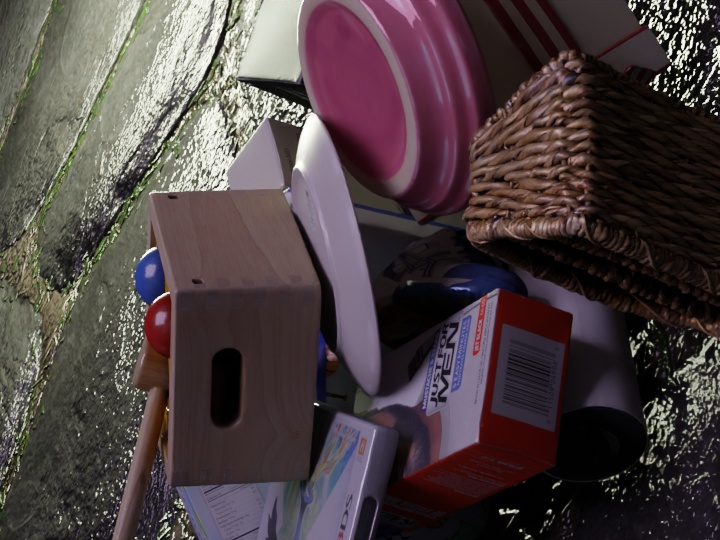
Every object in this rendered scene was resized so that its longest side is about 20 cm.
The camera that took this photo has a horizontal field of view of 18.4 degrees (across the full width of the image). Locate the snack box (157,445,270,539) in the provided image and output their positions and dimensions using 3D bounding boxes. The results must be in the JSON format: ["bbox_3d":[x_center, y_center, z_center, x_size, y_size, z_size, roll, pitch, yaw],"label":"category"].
[{"bbox_3d":[-0.090,0.207,1.738,0.200,0.068,0.169,64,171,1],"label":"snack box"}]

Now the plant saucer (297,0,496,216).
[{"bbox_3d":[0.016,-0.127,1.488,0.201,0.051,0.201,47,149,39],"label":"plant saucer"}]

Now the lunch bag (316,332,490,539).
[{"bbox_3d":[0.015,0.125,1.671,0.160,0.076,0.200,-14,58,24],"label":"lunch bag"}]

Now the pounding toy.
[{"bbox_3d":[-0.113,0.072,1.575,0.184,0.142,0.200,-113,25,-61],"label":"pounding toy"}]

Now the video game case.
[{"bbox_3d":[-0.034,0.187,1.556,0.200,0.022,0.183,-171,94,-72],"label":"video game case"}]

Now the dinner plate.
[{"bbox_3d":[-0.021,-0.009,1.542,0.200,0.024,0.201,168,90,-80],"label":"dinner plate"}]

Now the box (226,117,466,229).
[{"bbox_3d":[-0.001,-0.050,1.760,0.068,0.200,0.082,-51,40,34],"label":"box"}]

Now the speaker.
[{"bbox_3d":[0.146,0.046,1.535,0.081,0.081,0.200,-50,31,37],"label":"speaker"}]

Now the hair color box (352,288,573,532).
[{"bbox_3d":[0.061,0.098,1.504,0.200,0.064,0.111,-37,39,57],"label":"hair color box"}]

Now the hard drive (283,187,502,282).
[{"bbox_3d":[0.000,0.000,1.727,0.132,0.200,0.025,-47,42,42],"label":"hard drive"}]

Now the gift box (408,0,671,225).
[{"bbox_3d":[0.094,-0.144,1.581,0.184,0.187,0.200,-33,1,-18],"label":"gift box"}]

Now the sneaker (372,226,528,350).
[{"bbox_3d":[0.063,0.003,1.575,0.088,0.075,0.200,-58,21,-18],"label":"sneaker"}]

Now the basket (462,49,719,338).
[{"bbox_3d":[0.166,-0.016,1.387,0.143,0.200,0.149,-42,37,41],"label":"basket"}]

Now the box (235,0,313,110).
[{"bbox_3d":[0.021,-0.151,1.782,0.141,0.200,0.079,9,80,65],"label":"box"}]
